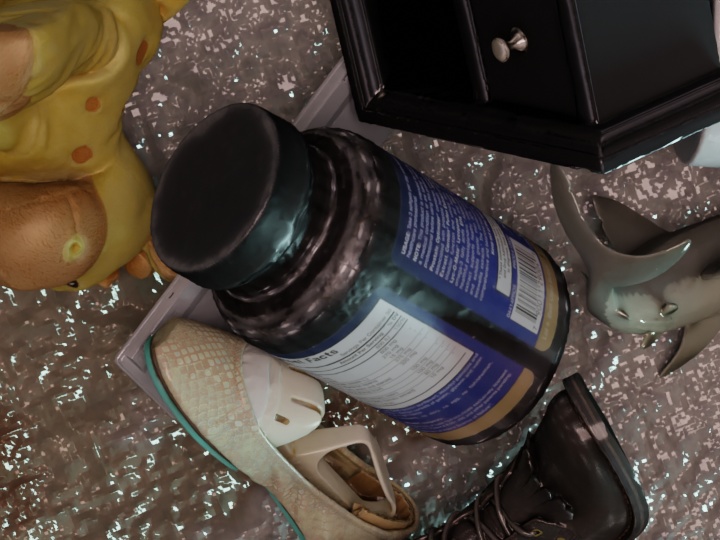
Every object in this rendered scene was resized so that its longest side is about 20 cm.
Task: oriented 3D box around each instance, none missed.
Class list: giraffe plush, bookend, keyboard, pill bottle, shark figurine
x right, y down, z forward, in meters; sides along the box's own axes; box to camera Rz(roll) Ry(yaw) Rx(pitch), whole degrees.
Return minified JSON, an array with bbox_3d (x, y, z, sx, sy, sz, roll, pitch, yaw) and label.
[{"bbox_3d":[-0.157,-0.061,1.277,0.200,0.172,0.163,-21,115,-37],"label":"giraffe plush"},{"bbox_3d":[0.067,-0.163,1.218,0.092,0.200,0.199,-24,113,-28],"label":"bookend"},{"bbox_3d":[-0.046,-0.020,1.308,0.200,0.011,0.056,-53,141,-12],"label":"keyboard"},{"bbox_3d":[0.000,0.000,1.264,0.200,0.112,0.112,30,95,-39],"label":"pill bottle"},{"bbox_3d":[0.138,-0.010,1.317,0.128,0.214,0.090,-49,65,30],"label":"shark figurine"}]

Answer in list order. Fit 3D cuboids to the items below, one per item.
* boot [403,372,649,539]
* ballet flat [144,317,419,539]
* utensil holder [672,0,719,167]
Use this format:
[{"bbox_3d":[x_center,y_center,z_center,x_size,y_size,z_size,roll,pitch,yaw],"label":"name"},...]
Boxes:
[{"bbox_3d":[0.046,0.140,1.299,0.174,0.200,0.069,-20,59,-12],"label":"boot"},{"bbox_3d":[-0.033,0.078,1.303,0.062,0.068,0.200,-21,137,18],"label":"ballet flat"},{"bbox_3d":[0.255,-0.127,1.281,0.199,0.170,0.171,-1,99,-3],"label":"utensil holder"}]
